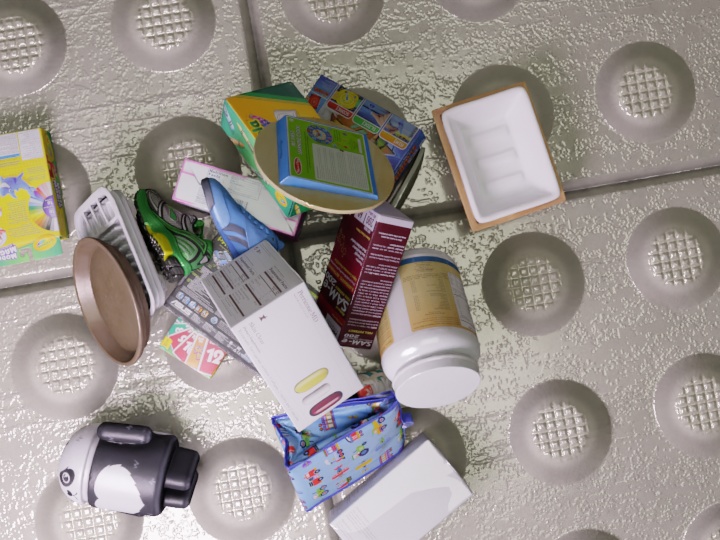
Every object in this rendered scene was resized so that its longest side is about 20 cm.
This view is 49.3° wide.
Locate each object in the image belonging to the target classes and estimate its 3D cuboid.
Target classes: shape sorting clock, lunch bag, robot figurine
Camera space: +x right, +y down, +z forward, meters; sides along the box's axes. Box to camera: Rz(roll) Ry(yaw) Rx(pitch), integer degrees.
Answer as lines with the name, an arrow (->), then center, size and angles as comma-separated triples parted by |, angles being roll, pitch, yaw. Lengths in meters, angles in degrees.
shape sorting clock -> -0.050, -0.146, 1.080 | 0.200, 0.200, 0.039 | 27, 131, -1
lunch bag -> -0.014, 0.256, 1.165 | 0.199, 0.151, 0.094 | -19, 51, -7
robot figurine -> -0.345, 0.298, 1.168 | 0.199, 0.125, 0.151 | 10, 84, -2

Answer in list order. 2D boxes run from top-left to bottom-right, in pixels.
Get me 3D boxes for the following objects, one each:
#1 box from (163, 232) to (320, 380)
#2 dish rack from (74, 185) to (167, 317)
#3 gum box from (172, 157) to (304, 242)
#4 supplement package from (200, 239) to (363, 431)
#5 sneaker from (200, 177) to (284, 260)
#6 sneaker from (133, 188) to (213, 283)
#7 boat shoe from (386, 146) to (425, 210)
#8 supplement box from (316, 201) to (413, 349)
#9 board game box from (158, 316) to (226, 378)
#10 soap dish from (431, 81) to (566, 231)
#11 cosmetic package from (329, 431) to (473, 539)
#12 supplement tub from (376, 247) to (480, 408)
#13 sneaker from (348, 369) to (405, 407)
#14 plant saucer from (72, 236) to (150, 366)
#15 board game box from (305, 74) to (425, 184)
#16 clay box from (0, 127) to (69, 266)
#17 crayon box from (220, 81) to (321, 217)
box -> -0.173, 0.048, 1.202 | 0.200, 0.044, 0.160 | 37, 86, -7
dish rack -> -0.357, -0.018, 1.178 | 0.043, 0.171, 0.200 | -21, 88, -40
gum box -> -0.184, -0.106, 1.197 | 0.199, 0.114, 0.066 | 17, 87, -2
supplement package -> -0.107, 0.088, 1.077 | 0.111, 0.156, 0.200 | -34, 123, -10
sneaker -> -0.160, -0.057, 1.118 | 0.078, 0.066, 0.200 | -24, 123, 0
sneaker -> -0.283, -0.060, 1.184 | 0.085, 0.078, 0.200 | -22, 49, -23
boat shoe -> 0.038, -0.114, 1.227 | 0.060, 0.072, 0.202 | 25, 80, 9
supplement box -> 0.000, 0.000, 1.132 | 0.061, 0.109, 0.200 | 9, 107, -28
board game box -> -0.222, 0.060, 1.234 | 0.095, 0.030, 0.200 | 32, 84, -2
soap dish -> 0.214, -0.177, 1.232 | 0.157, 0.081, 0.201 | -19, 88, -3
cosmetic package -> 0.060, 0.356, 1.205 | 0.200, 0.081, 0.113 | -38, 90, -4
supplement tub -> 0.093, 0.084, 1.149 | 0.144, 0.145, 0.200 | -9, 56, -3
sneaker -> 0.025, 0.189, 1.203 | 0.199, 0.093, 0.071 | -11, 88, -2
plant saucer -> -0.369, 0.044, 1.164 | 0.029, 0.200, 0.201 | -23, 88, -40
board game box -> -0.018, -0.201, 1.213 | 0.200, 0.034, 0.136 | 34, 87, 21
clay box -> -0.527, -0.111, 1.217 | 0.115, 0.048, 0.201 | -10, 89, -3
crayon box -> -0.104, -0.181, 1.152 | 0.119, 0.058, 0.200 | -23, 65, -31
